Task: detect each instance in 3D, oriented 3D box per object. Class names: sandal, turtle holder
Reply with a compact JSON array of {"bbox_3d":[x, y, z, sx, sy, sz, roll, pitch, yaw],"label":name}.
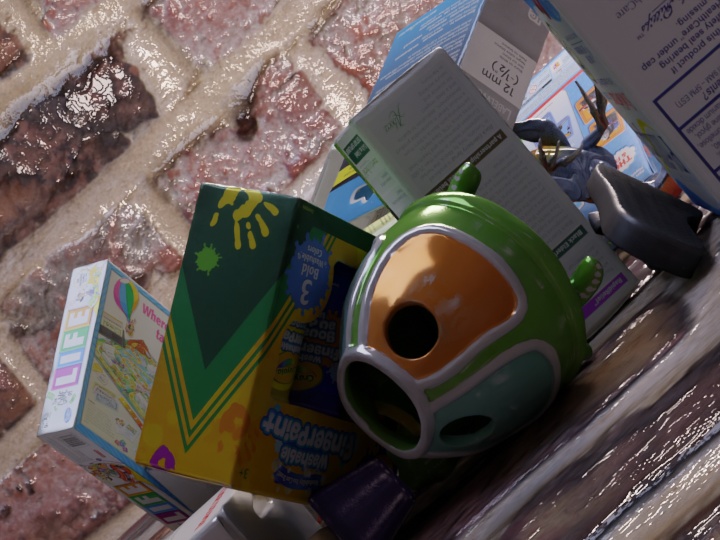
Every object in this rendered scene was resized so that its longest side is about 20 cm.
[{"bbox_3d":[0.168,-0.025,1.142,0.043,0.076,0.200,-65,-4,14],"label":"sandal"},{"bbox_3d":[0.045,0.042,1.081,0.132,0.141,0.185,-45,4,-29],"label":"turtle holder"}]

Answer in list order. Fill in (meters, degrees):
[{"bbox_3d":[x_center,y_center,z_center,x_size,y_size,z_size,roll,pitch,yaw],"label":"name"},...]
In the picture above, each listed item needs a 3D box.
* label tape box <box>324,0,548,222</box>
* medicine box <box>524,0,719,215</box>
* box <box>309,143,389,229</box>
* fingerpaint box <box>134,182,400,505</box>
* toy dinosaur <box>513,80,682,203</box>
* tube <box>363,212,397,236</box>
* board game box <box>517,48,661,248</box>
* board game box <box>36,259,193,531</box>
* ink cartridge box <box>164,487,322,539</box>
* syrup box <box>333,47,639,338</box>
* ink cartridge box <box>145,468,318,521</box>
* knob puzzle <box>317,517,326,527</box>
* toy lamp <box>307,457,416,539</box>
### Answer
[{"bbox_3d":[0.055,-0.108,1.382,0.143,0.066,0.201,-25,39,56],"label":"label tape box"},{"bbox_3d":[0.192,-0.138,1.129,0.103,0.200,0.182,-40,2,6],"label":"medicine box"},{"bbox_3d":[0.045,-0.039,1.539,0.199,0.068,0.083,18,-86,-52],"label":"box"},{"bbox_3d":[-0.036,0.055,1.127,0.200,0.073,0.168,26,-104,-60],"label":"fingerpaint box"},{"bbox_3d":[0.166,-0.081,1.405,0.105,0.181,0.200,-54,-25,-19],"label":"toy dinosaur"},{"bbox_3d":[0.000,0.000,1.280,0.200,0.052,0.058,-42,43,1],"label":"tube"},{"bbox_3d":[0.164,-0.085,1.490,0.151,0.036,0.201,-42,35,24],"label":"board game box"},{"bbox_3d":[-0.144,0.102,1.344,0.034,0.200,0.135,-14,51,30],"label":"board game box"},{"bbox_3d":[-0.120,0.228,1.193,0.200,0.084,0.146,-43,2,11],"label":"ink cartridge box"},{"bbox_3d":[0.079,-0.037,1.197,0.081,0.200,0.079,-40,1,-10],"label":"syrup box"},{"bbox_3d":[-0.071,0.091,1.359,0.068,0.115,0.201,-21,38,34],"label":"ink cartridge box"},{"bbox_3d":[-0.063,0.202,1.416,0.219,0.030,0.220,-43,2,1],"label":"knob puzzle"},{"bbox_3d":[-0.050,0.188,1.076,0.200,0.058,0.058,-42,2,-5],"label":"toy lamp"}]
